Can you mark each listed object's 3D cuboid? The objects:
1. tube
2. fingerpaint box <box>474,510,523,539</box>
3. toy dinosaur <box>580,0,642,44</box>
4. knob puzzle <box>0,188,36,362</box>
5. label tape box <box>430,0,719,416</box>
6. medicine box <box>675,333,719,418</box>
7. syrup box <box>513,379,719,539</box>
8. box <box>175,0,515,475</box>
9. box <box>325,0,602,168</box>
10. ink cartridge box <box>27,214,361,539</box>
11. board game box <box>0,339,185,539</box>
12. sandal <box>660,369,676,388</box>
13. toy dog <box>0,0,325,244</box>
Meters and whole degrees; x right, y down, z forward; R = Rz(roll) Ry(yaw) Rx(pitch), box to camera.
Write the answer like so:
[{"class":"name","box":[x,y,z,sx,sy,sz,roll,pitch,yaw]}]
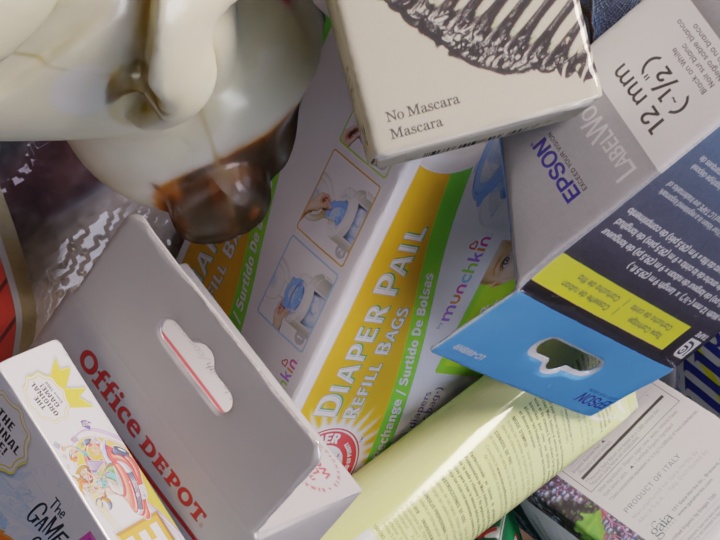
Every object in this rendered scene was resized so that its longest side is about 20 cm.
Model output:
[{"class":"tube","box":[0.038,0.085,0.761,0.199,0.052,0.058,-35,174,-20]},{"class":"fingerpaint box","box":[0.019,0.226,0.849,0.166,0.073,0.201,-18,99,12]},{"class":"toy dinosaur","box":[0.112,-0.128,0.776,0.105,0.182,0.200,-42,106,3]},{"class":"knob puzzle","box":[-0.197,0.041,0.693,0.218,0.030,0.221,-21,127,-30]},{"class":"label tape box","box":[0.123,-0.036,0.702,0.200,0.066,0.143,-39,148,19]},{"class":"medicine box","box":[0.241,0.055,0.951,0.103,0.200,0.183,-32,132,-24]},{"class":"syrup box","box":[0.108,0.089,0.859,0.081,0.200,0.079,-44,136,-13]},{"class":"box","box":[0.000,0.000,0.773,0.112,0.101,0.201,8,115,-43]},{"class":"box","box":[0.016,-0.140,0.619,0.082,0.068,0.202,-16,91,0]},{"class":"ink cartridge box","box":[-0.081,0.081,0.688,0.068,0.115,0.200,-14,149,-54]},{"class":"board game box","box":[-0.101,0.144,0.649,0.134,0.201,0.034,-38,172,32]},{"class":"sandal","box":[0.128,0.070,0.961,0.042,0.076,0.201,-9,124,-9]},{"class":"toy dog","box":[-0.095,-0.082,0.630,0.199,0.140,0.194,23,113,-45]}]
